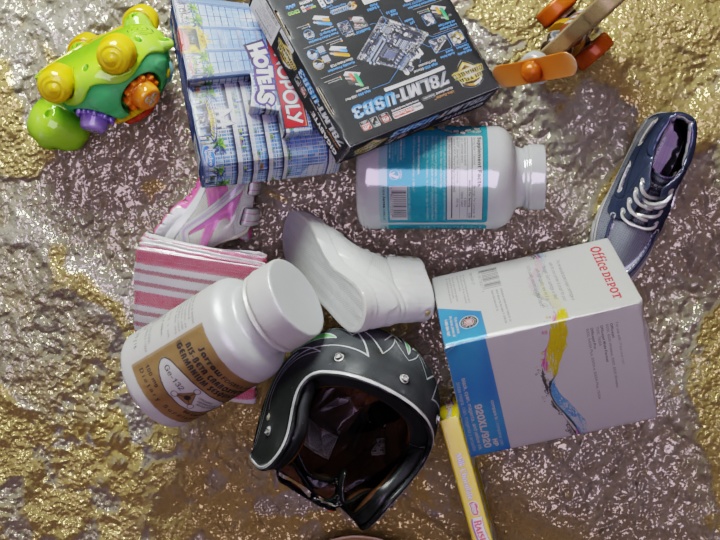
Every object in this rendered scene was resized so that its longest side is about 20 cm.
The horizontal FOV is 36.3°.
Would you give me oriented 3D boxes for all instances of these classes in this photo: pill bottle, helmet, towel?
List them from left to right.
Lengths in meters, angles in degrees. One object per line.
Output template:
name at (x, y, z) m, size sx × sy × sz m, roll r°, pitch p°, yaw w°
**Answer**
towel at (-0.179, 0.058, 1.226) m, size 0.146 × 0.030 × 0.201 m, roll 10°, pitch 120°, yaw 4°
pill bottle at (-0.142, 0.074, 1.145) m, size 0.200 × 0.114 × 0.115 m, roll -30°, pitch 92°, yaw 23°
helmet at (-0.010, 0.153, 1.163) m, size 0.200 × 0.200 × 0.191 m, roll 31°, pitch 85°, yaw 1°
pill bottle at (0.097, -0.100, 1.179) m, size 0.199 × 0.111 × 0.111 m, roll 0°, pitch 95°, yaw 4°

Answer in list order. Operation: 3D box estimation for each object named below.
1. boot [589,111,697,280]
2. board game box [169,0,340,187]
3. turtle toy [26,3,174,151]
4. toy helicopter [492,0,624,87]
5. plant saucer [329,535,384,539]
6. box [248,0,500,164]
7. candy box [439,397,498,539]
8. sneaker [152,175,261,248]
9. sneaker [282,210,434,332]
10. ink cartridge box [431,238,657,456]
boot at (0.300, -0.076, 1.176) m, size 0.072 × 0.090 × 0.201 m, roll 16°, pitch 96°, yaw 2°
board game box at (-0.086, -0.199, 1.161) m, size 0.199 × 0.062 × 0.201 m, roll -9°, pitch 71°, yaw -15°
turtle toy at (-0.284, -0.200, 1.194) m, size 0.199 × 0.146 × 0.101 m, roll -23°, pitch 116°, yaw 17°
toy helicopter at (0.211, -0.239, 1.113) m, size 0.132 × 0.200 × 0.079 m, roll -41°, pitch 91°, yaw -11°
plant saucer at (0.000, 0.397, 1.265) m, size 0.199 × 0.035 × 0.201 m, roll 0°, pitch 96°, yaw 4°
box at (0.016, -0.234, 1.142) m, size 0.200 × 0.050 × 0.199 m, roll -25°, pitch 83°, yaw -25°
candy box at (0.124, 0.247, 1.210) m, size 0.026 × 0.102 × 0.201 m, roll -15°, pitch 93°, yaw 4°
sneaker at (-0.143, -0.080, 1.218) m, size 0.088 × 0.081 × 0.200 m, roll 38°, pitch 105°, yaw -1°
sneaker at (0.000, 0.000, 1.199) m, size 0.115 × 0.200 × 0.074 m, roll -3°, pitch 125°, yaw -34°
ink cartridge box at (0.191, 0.079, 1.150) m, size 0.199 × 0.147 × 0.145 m, roll -13°, pitch 117°, yaw 5°
